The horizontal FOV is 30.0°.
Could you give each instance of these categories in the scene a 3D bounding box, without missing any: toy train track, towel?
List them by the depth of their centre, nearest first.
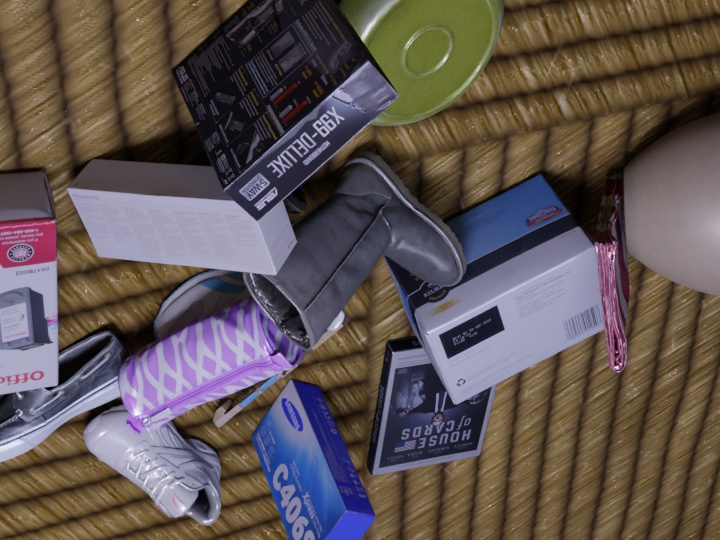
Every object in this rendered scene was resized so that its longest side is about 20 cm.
[{"bbox_3d":[0.271,-0.004,1.418,0.022,0.200,0.146,-4,114,15],"label":"towel"},{"bbox_3d":[-0.093,0.101,1.443,0.200,0.115,0.033,-41,90,25],"label":"toy train track"}]

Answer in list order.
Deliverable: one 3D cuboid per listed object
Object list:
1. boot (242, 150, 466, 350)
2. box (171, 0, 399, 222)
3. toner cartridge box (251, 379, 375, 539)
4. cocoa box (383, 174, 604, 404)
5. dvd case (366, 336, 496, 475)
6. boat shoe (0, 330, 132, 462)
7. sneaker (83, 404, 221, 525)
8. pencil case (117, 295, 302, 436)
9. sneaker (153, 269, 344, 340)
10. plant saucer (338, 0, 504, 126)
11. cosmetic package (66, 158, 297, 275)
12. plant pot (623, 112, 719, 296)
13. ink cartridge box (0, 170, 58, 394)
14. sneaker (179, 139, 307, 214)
[{"bbox_3d":[-0.001,0.002,1.288,0.182,0.201,0.072,43,137,-10],"label":"boot"},{"bbox_3d":[-0.070,-0.158,1.134,0.157,0.201,0.050,-40,131,9],"label":"box"},{"bbox_3d":[-0.055,0.223,1.461,0.043,0.201,0.095,18,118,-35],"label":"toner cartridge box"},{"bbox_3d":[0.147,0.019,1.434,0.198,0.132,0.134,-27,136,-3],"label":"cocoa box"},{"bbox_3d":[0.089,0.156,1.598,0.148,0.025,0.202,-8,130,-19],"label":"dvd case"},{"bbox_3d":[-0.323,0.121,1.348,0.198,0.072,0.072,-31,128,-14],"label":"boat shoe"},{"bbox_3d":[-0.213,0.214,1.448,0.078,0.100,0.199,-43,133,14],"label":"sneaker"},{"bbox_3d":[-0.149,0.091,1.308,0.198,0.086,0.084,-28,120,25],"label":"pencil case"},{"bbox_3d":[-0.113,0.044,1.366,0.197,0.081,0.077,-17,134,-7],"label":"sneaker"},{"bbox_3d":[0.056,-0.210,1.246,0.198,0.031,0.202,-22,141,-19],"label":"plant saucer"},{"bbox_3d":[-0.159,-0.050,1.199,0.197,0.051,0.083,6,135,28],"label":"cosmetic package"},{"bbox_3d":[0.352,-0.068,1.443,0.132,0.202,0.202,-2,135,14],"label":"plant pot"},{"bbox_3d":[-0.352,0.017,1.226,0.146,0.086,0.202,-8,129,-20],"label":"ink cartridge box"},{"bbox_3d":[-0.120,-0.065,1.248,0.076,0.115,0.200,14,123,-45],"label":"sneaker"}]
